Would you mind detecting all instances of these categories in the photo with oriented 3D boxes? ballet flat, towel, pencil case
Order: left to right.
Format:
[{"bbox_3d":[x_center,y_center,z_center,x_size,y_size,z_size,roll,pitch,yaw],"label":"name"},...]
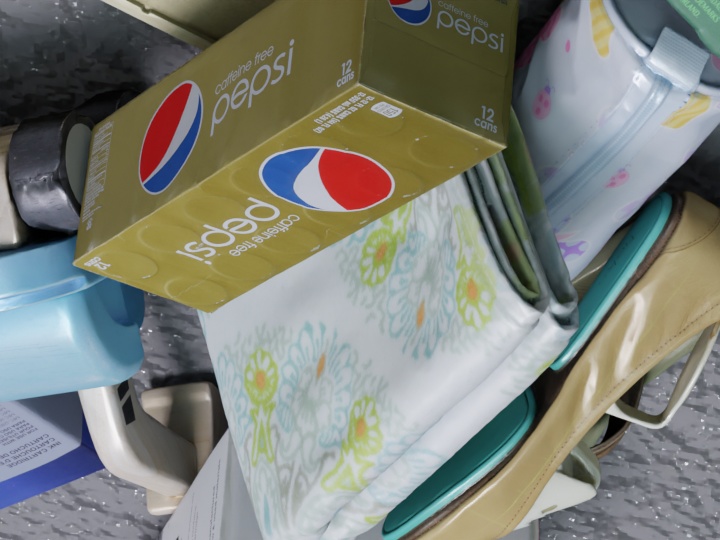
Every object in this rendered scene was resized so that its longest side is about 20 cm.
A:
[{"bbox_3d":[0.000,0.000,1.098,0.048,0.172,0.200,9,142,-34],"label":"towel"},{"bbox_3d":[0.076,-0.043,1.109,0.083,0.091,0.200,42,127,2],"label":"pencil case"},{"bbox_3d":[0.090,0.058,1.139,0.063,0.069,0.200,37,107,-11],"label":"ballet flat"}]

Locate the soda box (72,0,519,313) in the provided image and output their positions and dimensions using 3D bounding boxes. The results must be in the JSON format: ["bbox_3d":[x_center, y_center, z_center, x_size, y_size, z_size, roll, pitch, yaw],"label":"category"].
[{"bbox_3d":[-0.028,-0.050,1.042,0.067,0.064,0.200,21,151,-29],"label":"soda box"}]

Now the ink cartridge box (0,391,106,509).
[{"bbox_3d":[-0.197,0.066,1.257,0.119,0.042,0.200,-22,146,25],"label":"ink cartridge box"}]

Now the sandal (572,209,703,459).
[{"bbox_3d":[0.091,0.046,1.200,0.080,0.058,0.201,31,129,-14],"label":"sandal"}]

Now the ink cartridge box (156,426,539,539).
[{"bbox_3d":[-0.021,0.159,1.258,0.146,0.083,0.200,12,148,-13],"label":"ink cartridge box"}]

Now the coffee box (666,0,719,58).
[{"bbox_3d":[0.172,-0.166,0.949,0.200,0.044,0.123,-40,112,20],"label":"coffee box"}]

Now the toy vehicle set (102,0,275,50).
[{"bbox_3d":[-0.089,-0.163,1.091,0.199,0.027,0.124,27,130,-9],"label":"toy vehicle set"}]

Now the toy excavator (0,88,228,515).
[{"bbox_3d":[-0.122,0.026,1.199,0.099,0.194,0.201,-7,99,19],"label":"toy excavator"}]
